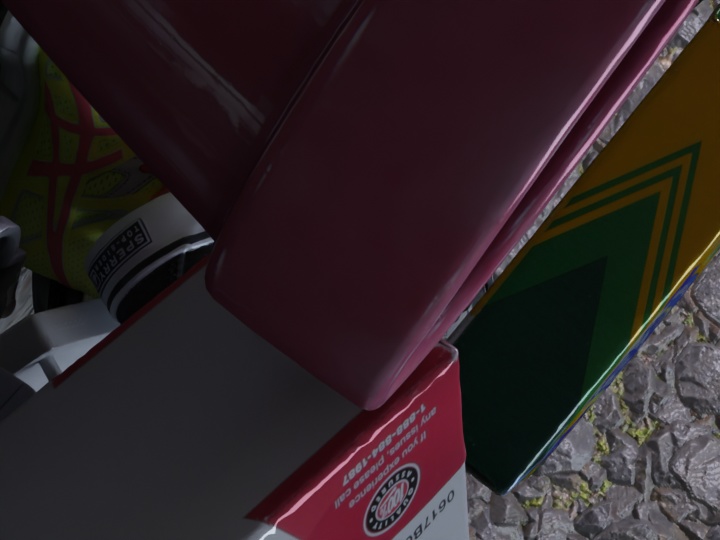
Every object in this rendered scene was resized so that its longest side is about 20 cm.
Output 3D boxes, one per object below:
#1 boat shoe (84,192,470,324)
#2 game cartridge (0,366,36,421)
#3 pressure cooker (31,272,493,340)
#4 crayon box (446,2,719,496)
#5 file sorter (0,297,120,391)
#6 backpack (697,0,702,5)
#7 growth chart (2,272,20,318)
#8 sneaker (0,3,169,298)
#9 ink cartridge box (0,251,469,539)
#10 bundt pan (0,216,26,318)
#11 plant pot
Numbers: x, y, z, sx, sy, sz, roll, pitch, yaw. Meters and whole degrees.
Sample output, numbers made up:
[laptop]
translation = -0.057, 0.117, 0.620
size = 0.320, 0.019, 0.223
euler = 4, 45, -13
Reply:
[boat shoe]
translation = 0.001, -0.002, 0.939
size = 0.199, 0.068, 0.074
euler = -12, 154, -50
[game cartridge]
translation = -0.155, 0.118, 0.785
size = 0.200, 0.041, 0.133
euler = -52, 172, -15
[pressure cooker]
translation = -0.041, 0.017, 1.105
size = 0.179, 0.176, 0.200
euler = -40, -170, -3
[crayon box]
translation = 0.099, -0.016, 0.977
size = 0.200, 0.052, 0.126
euler = -52, 173, 4
[file sorter]
translation = -0.118, 0.106, 0.964
size = 0.200, 0.125, 0.139
euler = -34, 173, 25
[backpack]
translation = 0.048, -0.149, 0.961
size = 0.150, 0.178, 0.200
euler = -25, 168, -25
[growth chart]
translation = -0.194, 0.062, 1.103
size = 0.200, 0.018, 0.145
euler = -51, 177, -17
[sneaker]
translation = -0.073, -0.058, 0.924
size = 0.078, 0.090, 0.200
euler = -50, 174, -36
[ink cartridge box]
translation = -0.042, 0.111, 0.783
size = 0.148, 0.086, 0.200
euler = -42, 144, -29
[bundt pan]
translation = -0.175, 0.048, 0.712
size = 0.202, 0.076, 0.202
euler = -54, 177, -4
[plant pot]
translation = -0.008, -0.097, 0.671
size = 0.200, 0.179, 0.200
euler = -53, 177, -4
